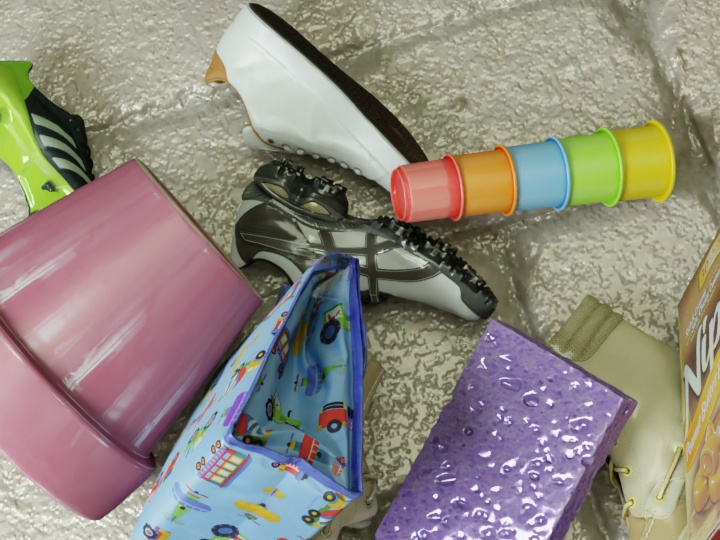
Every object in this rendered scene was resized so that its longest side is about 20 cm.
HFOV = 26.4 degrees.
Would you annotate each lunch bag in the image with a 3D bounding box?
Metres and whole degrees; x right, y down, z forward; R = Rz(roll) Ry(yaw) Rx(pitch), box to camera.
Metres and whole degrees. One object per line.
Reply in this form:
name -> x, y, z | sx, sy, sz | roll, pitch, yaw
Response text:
lunch bag -> -0.063, 0.084, 0.994 | 0.094, 0.151, 0.201 | 26, 43, -17

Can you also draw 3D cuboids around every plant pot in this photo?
plant pot -> -0.171, 0.032, 1.007 | 0.179, 0.200, 0.200 | -41, 74, -2

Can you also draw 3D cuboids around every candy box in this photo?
candy box -> 0.243, 0.073, 0.957 | 0.055, 0.116, 0.201 | 9, 53, -4

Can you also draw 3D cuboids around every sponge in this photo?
sponge -> 0.087, 0.145, 1.009 | 0.111, 0.030, 0.201 | 30, 95, 31

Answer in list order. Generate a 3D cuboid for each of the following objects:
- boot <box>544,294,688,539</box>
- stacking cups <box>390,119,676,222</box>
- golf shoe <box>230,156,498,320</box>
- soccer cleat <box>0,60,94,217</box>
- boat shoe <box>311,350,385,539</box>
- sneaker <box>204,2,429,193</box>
boot -> 0.168, 0.125, 1.031 | 0.155, 0.073, 0.200 | 29, 69, 10
stacking cups -> 0.120, -0.064, 1.088 | 0.199, 0.061, 0.061 | -9, 71, -11
golf shoe -> 0.000, 0.000, 1.094 | 0.199, 0.078, 0.095 | 28, 97, 10
soccer cleat -> -0.220, -0.071, 1.124 | 0.067, 0.081, 0.201 | -34, 87, 37
boat shoe -> -0.019, 0.153, 1.039 | 0.065, 0.072, 0.201 | 22, 80, 4
sneaker -> -0.031, -0.103, 1.134 | 0.200, 0.073, 0.085 | 43, 107, 10
